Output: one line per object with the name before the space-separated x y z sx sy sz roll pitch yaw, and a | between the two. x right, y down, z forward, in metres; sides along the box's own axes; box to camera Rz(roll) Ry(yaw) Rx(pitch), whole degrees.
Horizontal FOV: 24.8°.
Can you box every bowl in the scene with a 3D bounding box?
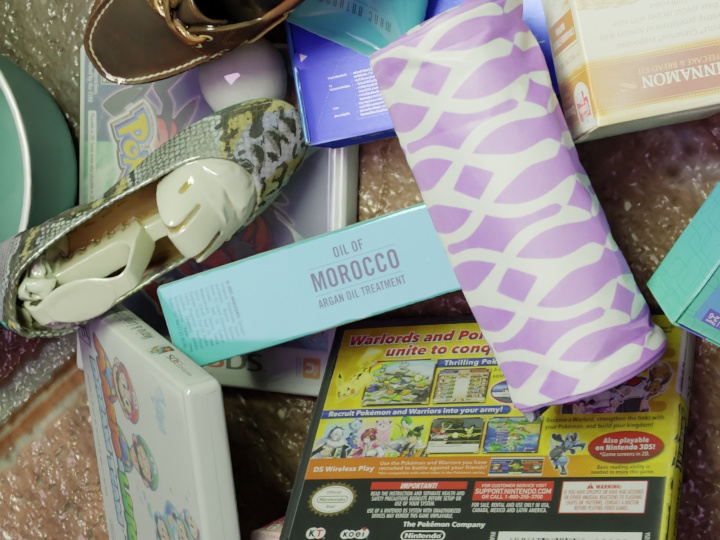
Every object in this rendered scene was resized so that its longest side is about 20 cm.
bowl | -0.252 -0.058 0.991 0.200 0.105 0.202 2 95 25

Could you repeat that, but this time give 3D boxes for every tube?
tube | 0.020 -0.201 0.810 0.077 0.050 0.200 29 122 21

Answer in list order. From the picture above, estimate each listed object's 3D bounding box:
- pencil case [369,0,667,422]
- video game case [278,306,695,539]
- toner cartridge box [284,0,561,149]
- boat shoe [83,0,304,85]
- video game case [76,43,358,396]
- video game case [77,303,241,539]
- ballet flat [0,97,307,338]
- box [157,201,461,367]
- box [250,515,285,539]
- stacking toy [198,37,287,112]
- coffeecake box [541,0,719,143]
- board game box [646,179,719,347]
pencil case | 0.077 -0.032 0.766 0.084 0.085 0.201 -18 97 45
video game case | 0.063 0.099 0.827 0.199 0.026 0.181 -3 49 22
toner cartridge box | 0.062 -0.129 0.858 0.199 0.043 0.095 -10 88 19
boat shoe | -0.069 -0.146 0.807 0.200 0.070 0.070 -30 112 33
video game case | -0.087 -0.032 0.960 0.182 0.023 0.201 4 95 25
video game case | -0.109 0.127 0.901 0.182 0.024 0.201 29 128 59
ballet flat | -0.111 -0.019 0.877 0.200 0.072 0.072 -30 81 7
box | 0.000 0.000 0.870 0.199 0.082 0.049 -17 91 16
box | 0.049 0.183 0.868 0.199 0.100 0.096 3 95 25
stacking toy | -0.085 -0.176 0.896 0.146 0.146 0.201 -19 96 25
coffeecake box | 0.159 -0.174 0.770 0.153 0.073 0.201 -11 89 -4
board game box | 0.249 -0.033 0.741 0.152 0.045 0.200 27 108 -20
